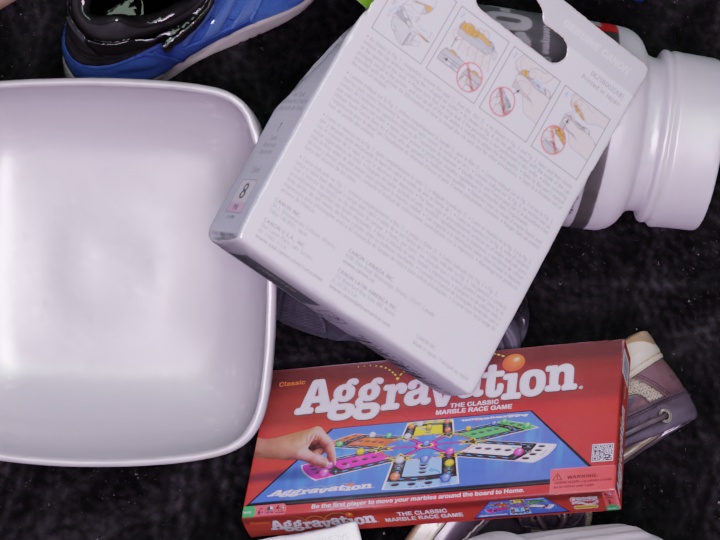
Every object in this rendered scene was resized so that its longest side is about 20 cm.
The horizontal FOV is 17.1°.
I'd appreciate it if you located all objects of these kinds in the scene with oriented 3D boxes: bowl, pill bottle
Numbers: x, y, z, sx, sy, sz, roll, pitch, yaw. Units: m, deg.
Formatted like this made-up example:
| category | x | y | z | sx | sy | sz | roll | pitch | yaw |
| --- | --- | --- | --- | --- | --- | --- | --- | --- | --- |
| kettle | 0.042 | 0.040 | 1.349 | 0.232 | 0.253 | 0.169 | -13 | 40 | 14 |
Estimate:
| category | x | y | z | sx | sy | sz | roll | pitch | yaw |
| --- | --- | --- | --- | --- | --- | --- | --- | --- | --- |
| bowl | -0.138 | -0.001 | 1.263 | 0.198 | 0.075 | 0.202 | 1 | 95 | 7 |
| pill bottle | 0.094 | -0.085 | 1.319 | 0.198 | 0.114 | 0.115 | 8 | 73 | -3 |

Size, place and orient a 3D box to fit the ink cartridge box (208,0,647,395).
| category | x | y | z | sx | sy | sz | roll | pitch | yaw |
| --- | --- | --- | --- | --- | --- | --- | --- | --- | --- |
| ink cartridge box | 0.037 | -0.060 | 1.228 | 0.162 | 0.057 | 0.201 | 34 | 76 | -25 |

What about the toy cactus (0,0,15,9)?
| category | x | y | z | sx | sy | sz | roll | pitch | yaw |
| --- | --- | --- | --- | --- | --- | --- | --- | --- | --- |
| toy cactus | -0.265 | -0.134 | 1.326 | 0.164 | 0.102 | 0.201 | -24 | 74 | -31 |

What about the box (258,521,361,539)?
| category | x | y | z | sx | sy | sz | roll | pitch | yaw |
| --- | --- | --- | --- | --- | --- | --- | --- | --- | --- |
| box | -0.036 | 0.243 | 1.217 | 0.111 | 0.101 | 0.202 | -10 | 75 | -8 |

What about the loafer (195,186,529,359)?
| category | x | y | z | sx | sy | sz | roll | pitch | yaw |
| --- | --- | --- | --- | --- | --- | --- | --- | --- | --- |
| loafer | 0.000 | 0.000 | 1.319 | 0.199 | 0.072 | 0.063 | 25 | 35 | 5 |

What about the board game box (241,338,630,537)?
| category | x | y | z | sx | sy | sz | roll | pitch | yaw |
| --- | --- | --- | --- | --- | --- | --- | --- | --- | --- |
| board game box | 0.040 | 0.087 | 1.254 | 0.198 | 0.020 | 0.103 | -6 | 44 | 16 |

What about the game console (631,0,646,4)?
| category | x | y | z | sx | sy | sz | roll | pitch | yaw |
| --- | --- | --- | --- | --- | --- | --- | --- | --- | --- |
| game console | 0.123 | -0.262 | 1.378 | 0.200 | 0.171 | 0.119 | 42 | 101 | 8 |

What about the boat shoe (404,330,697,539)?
| category | x | y | z | sx | sy | sz | roll | pitch | yaw |
| --- | --- | --- | --- | --- | --- | --- | --- | --- | --- |
| boat shoe | 0.101 | 0.114 | 1.285 | 0.200 | 0.072 | 0.065 | -39 | 76 | -20 |

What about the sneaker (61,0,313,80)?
| category | x | y | z | sx | sy | sz | roll | pitch | yaw |
| --- | --- | --- | --- | --- | --- | --- | --- | --- | --- |
| sneaker | -0.081 | -0.174 | 1.331 | 0.199 | 0.111 | 0.077 | -33 | 79 | -14 |

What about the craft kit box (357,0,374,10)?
| category | x | y | z | sx | sy | sz | roll | pitch | yaw |
| --- | --- | --- | --- | --- | --- | --- | --- | --- | --- |
| craft kit box | -0.017 | -0.232 | 1.320 | 0.197 | 0.200 | 0.049 | 40 | 115 | 9 |

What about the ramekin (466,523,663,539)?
| category | x | y | z | sx | sy | sz | roll | pitch | yaw |
| --- | --- | --- | --- | --- | --- | --- | --- | --- | --- |
| ramekin | 0.121 | 0.220 | 1.195 | 0.093 | 0.202 | 0.204 | -13 | 75 | -20 |
